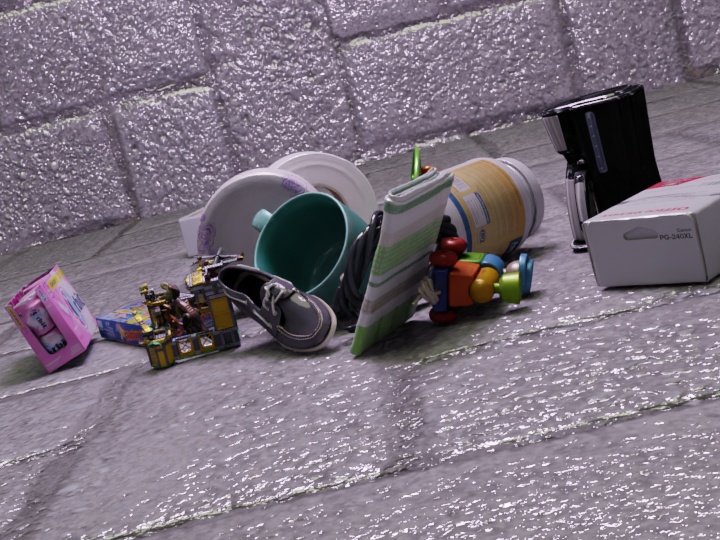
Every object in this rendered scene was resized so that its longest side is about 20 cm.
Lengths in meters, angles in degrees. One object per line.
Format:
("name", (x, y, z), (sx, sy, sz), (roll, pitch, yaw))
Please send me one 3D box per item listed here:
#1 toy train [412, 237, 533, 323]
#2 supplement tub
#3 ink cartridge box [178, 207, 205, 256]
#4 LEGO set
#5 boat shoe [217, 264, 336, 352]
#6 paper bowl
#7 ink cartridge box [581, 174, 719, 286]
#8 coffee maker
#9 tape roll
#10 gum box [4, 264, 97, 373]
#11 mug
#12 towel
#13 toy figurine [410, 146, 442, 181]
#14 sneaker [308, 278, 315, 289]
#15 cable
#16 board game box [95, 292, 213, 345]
("toy train", (0.136, 0.021, 1.429), (0.115, 0.085, 0.200), (2, 14, 13))
("supplement tub", (0.146, -0.074, 1.707), (0.200, 0.145, 0.144), (-22, 13, -38))
("ink cartridge box", (-0.256, -0.099, 2.567), (0.199, 0.083, 0.146), (-10, 11, 21))
("LEGO set", (-0.234, 0.033, 1.649), (0.153, 0.116, 0.200), (-10, 22, 3))
("boat shoe", (-0.108, 0.043, 1.509), (0.063, 0.073, 0.200), (32, -3, -43))
("paper bowl", (-0.137, -0.050, 1.811), (0.200, 0.202, 0.104), (-14, 11, 2))
("ink cartridge box", (0.374, -0.049, 1.434), (0.145, 0.084, 0.200), (-4, 15, 43))
("coffee maker", (0.355, -0.145, 1.646), (0.191, 0.201, 0.135), (-13, 11, 6))
("tape roll", (-0.075, -0.084, 1.914), (0.202, 0.203, 0.071), (-16, 11, -10))
("gum box", (-0.455, 0.069, 1.816), (0.066, 0.114, 0.200), (-33, 11, -1))
("mug", (-0.051, -0.023, 1.628), (0.152, 0.186, 0.114), (-31, -38, 20))
("towel", (0.043, -0.013, 1.416), (0.031, 0.201, 0.149), (26, 27, 22))
("toy figurine", (0.166, -0.091, 1.889), (0.183, 0.200, 0.151), (4, 54, 0))
("sneaker", (0.000, 0.000, 1.743), (0.199, 0.072, 0.080), (-27, 15, -19))
("cable", (0.047, -0.014, 1.510), (0.200, 0.164, 0.051), (-21, 40, -36))
("board game box", (-0.298, 0.071, 1.846), (0.135, 0.035, 0.200), (-21, 13, -30))
